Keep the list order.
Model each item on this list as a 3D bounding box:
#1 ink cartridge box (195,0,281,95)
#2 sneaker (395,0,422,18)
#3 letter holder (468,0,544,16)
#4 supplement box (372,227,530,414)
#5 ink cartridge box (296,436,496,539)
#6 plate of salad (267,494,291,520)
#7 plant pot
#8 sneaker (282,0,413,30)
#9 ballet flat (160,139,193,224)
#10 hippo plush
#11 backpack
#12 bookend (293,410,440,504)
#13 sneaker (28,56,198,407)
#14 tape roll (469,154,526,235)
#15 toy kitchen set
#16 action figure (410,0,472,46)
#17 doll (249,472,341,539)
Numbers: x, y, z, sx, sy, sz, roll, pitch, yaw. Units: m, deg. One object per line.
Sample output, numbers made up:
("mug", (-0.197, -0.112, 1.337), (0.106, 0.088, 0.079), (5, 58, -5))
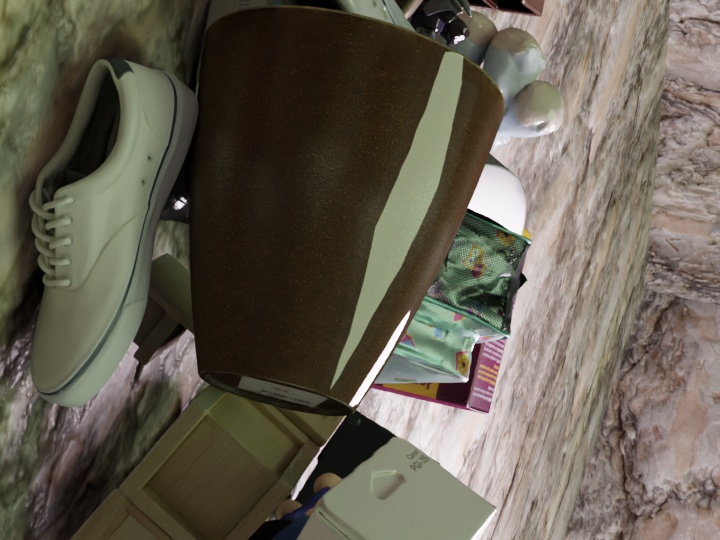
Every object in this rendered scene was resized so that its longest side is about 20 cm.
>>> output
("ink cartridge box", (-0.054, -0.175, 1.002), (0.116, 0.067, 0.200), (5, 96, -72))
("sneaker", (0.041, -0.253, 1.031), (0.076, 0.070, 0.200), (54, 49, -68))
("letter holder", (0.138, -0.370, 1.425), (0.142, 0.100, 0.200), (3, 98, -71))
("supplement box", (0.085, 0.035, 1.476), (0.103, 0.131, 0.200), (29, 73, -70))
("ink cartridge box", (-0.014, 0.220, 0.883), (0.200, 0.083, 0.146), (-61, 167, 20))
("plate of salad", (-0.083, 0.170, 1.175), (0.200, 0.048, 0.201), (11, 90, -72))
("plant pot", (-0.025, -0.022, 0.843), (0.187, 0.186, 0.200), (50, 51, -68))
("sneaker", (-0.011, -0.149, 0.926), (0.071, 0.073, 0.200), (-58, 143, -24))
("ballet flat", (-0.113, -0.060, 0.949), (0.200, 0.057, 0.067), (24, 72, -79))
("hippo plush", (0.075, -0.148, 1.374), (0.161, 0.159, 0.200), (-37, -178, -39))
("backpack", (0.000, 0.000, 1.064), (0.200, 0.176, 0.154), (34, 68, -32))
("bookend", (-0.034, 0.246, 1.264), (0.199, 0.092, 0.200), (-58, 178, -20))
("sneaker", (-0.157, -0.025, 0.809), (0.071, 0.073, 0.200), (22, 80, -46))
("tape roll", (0.050, -0.027, 1.265), (0.200, 0.066, 0.201), (-26, 140, -24))
("toy kitchen set", (-0.133, 0.113, 0.939), (0.180, 0.163, 0.200), (-48, 179, 15))
("action figure", (0.050, -0.177, 1.113), (0.130, 0.069, 0.200), (-36, 142, -82))
("doll", (-0.060, 0.191, 0.951), (0.136, 0.049, 0.200), (-38, 177, 24))
